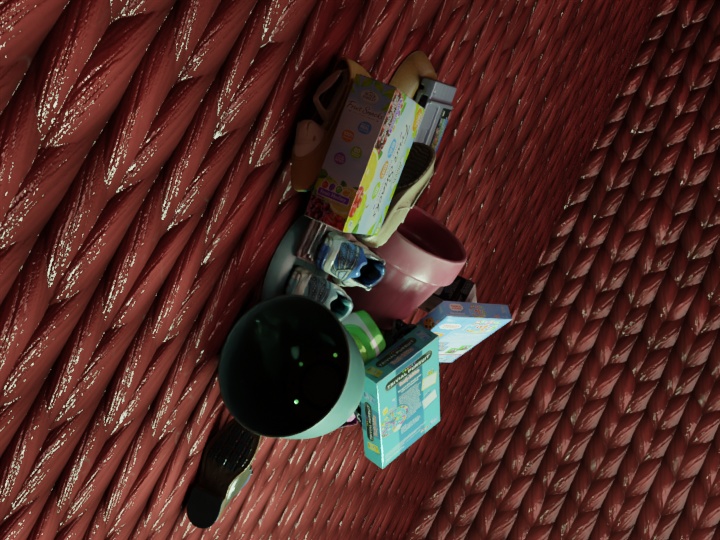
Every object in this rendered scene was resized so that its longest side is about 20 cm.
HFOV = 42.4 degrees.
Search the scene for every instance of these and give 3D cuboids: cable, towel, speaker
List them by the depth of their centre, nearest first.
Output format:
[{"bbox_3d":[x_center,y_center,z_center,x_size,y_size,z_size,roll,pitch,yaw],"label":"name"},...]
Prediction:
[{"bbox_3d":[-0.017,-0.094,1.442,0.201,0.032,0.191,-66,162,2],"label":"towel"},{"bbox_3d":[-0.060,0.146,1.501,0.199,0.089,0.089,-32,152,-11],"label":"speaker"},{"bbox_3d":[0.053,0.183,1.612,0.163,0.051,0.201,20,95,-55],"label":"cable"}]

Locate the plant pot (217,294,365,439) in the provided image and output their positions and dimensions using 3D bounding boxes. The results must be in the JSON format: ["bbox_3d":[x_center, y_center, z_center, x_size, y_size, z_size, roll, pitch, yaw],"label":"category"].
[{"bbox_3d":[-0.084,0.154,1.355,0.202,0.200,0.161,-63,156,-8],"label":"plant pot"}]

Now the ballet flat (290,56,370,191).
[{"bbox_3d":[-0.054,-0.204,1.271,0.063,0.068,0.201,41,69,-41],"label":"ballet flat"}]

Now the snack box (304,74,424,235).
[{"bbox_3d":[0.010,-0.154,1.286,0.201,0.067,0.169,-68,165,6],"label":"snack box"}]

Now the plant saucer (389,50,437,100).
[{"bbox_3d":[0.085,-0.271,1.581,0.201,0.035,0.201,-53,158,-33],"label":"plant saucer"}]

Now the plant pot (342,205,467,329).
[{"bbox_3d":[0.058,-0.006,1.619,0.179,0.200,0.200,-56,166,22],"label":"plant pot"}]

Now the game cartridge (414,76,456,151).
[{"bbox_3d":[0.106,-0.226,1.587,0.129,0.038,0.201,-9,121,-64],"label":"game cartridge"}]

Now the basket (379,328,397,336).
[{"bbox_3d":[0.023,0.155,1.748,0.143,0.148,0.201,-40,147,-52],"label":"basket"}]

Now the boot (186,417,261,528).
[{"bbox_3d":[-0.203,0.298,1.451,0.201,0.074,0.097,-61,174,6],"label":"boot"}]

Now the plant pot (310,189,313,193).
[{"bbox_3d":[-0.014,-0.186,1.429,0.200,0.027,0.201,-54,158,-34],"label":"plant pot"}]

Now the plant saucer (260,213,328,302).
[{"bbox_3d":[-0.090,0.001,1.448,0.200,0.027,0.201,-53,158,-33],"label":"plant saucer"}]

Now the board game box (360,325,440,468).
[{"bbox_3d":[0.068,0.213,1.566,0.151,0.047,0.201,-33,135,-33],"label":"board game box"}]

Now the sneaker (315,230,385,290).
[{"bbox_3d":[0.000,0.000,1.427,0.077,0.085,0.200,-65,161,3],"label":"sneaker"}]

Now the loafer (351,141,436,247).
[{"bbox_3d":[0.049,-0.116,1.442,0.200,0.075,0.068,-51,158,-20],"label":"loafer"}]

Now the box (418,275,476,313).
[{"bbox_3d":[0.121,0.029,1.784,0.060,0.199,0.117,-58,162,-16],"label":"box"}]

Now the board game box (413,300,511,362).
[{"bbox_3d":[0.164,0.118,1.740,0.150,0.037,0.200,5,151,-32],"label":"board game box"}]

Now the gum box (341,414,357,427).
[{"bbox_3d":[-0.074,0.222,1.617,0.067,0.113,0.200,-67,161,3],"label":"gum box"}]

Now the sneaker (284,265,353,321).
[{"bbox_3d":[-0.051,0.056,1.442,0.078,0.086,0.200,-65,162,-3],"label":"sneaker"}]
